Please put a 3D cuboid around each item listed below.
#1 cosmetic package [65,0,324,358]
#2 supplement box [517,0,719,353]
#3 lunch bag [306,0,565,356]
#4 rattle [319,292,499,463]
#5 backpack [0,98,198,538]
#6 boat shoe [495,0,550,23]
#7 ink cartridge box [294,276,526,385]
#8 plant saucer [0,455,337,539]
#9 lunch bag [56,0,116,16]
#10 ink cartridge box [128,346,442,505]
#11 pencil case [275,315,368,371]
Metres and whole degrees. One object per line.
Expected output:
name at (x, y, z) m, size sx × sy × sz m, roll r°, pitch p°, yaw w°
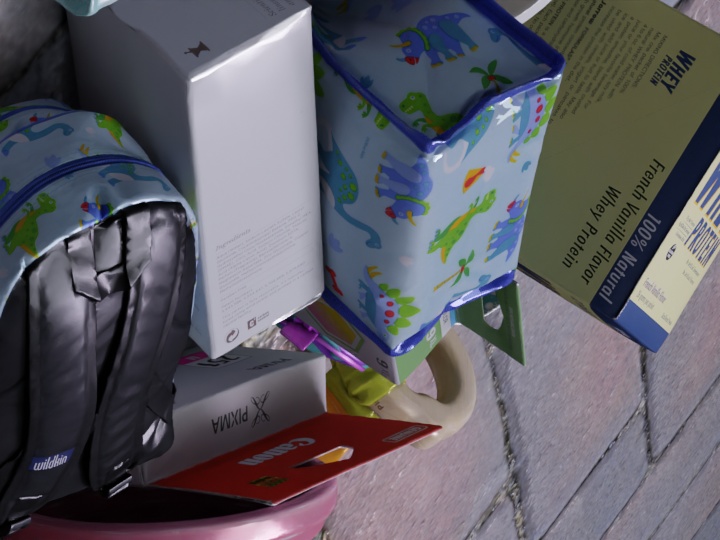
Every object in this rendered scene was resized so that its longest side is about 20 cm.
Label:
cosmetic package at (-0.082, -0.068, 1.119) m, size 0.081 × 0.113 × 0.201 m, roll -30°, pitch 145°, yaw -26°
supplement box at (0.160, -0.087, 1.522) m, size 0.201 × 0.199 × 0.134 m, roll -58°, pitch 158°, yaw 1°
lunch bag at (-0.001, -0.087, 1.181) m, size 0.127 × 0.200 × 0.171 m, roll -32°, pitch 148°, yaw -32°
rattle at (0.017, 0.069, 1.605) m, size 0.143 × 0.129 × 0.201 m, roll -59°, pitch -173°, yaw 32°
backpack at (-0.155, 0.016, 1.078) m, size 0.162 × 0.155 × 0.200 m, roll -18°, pitch 157°, yaw -30°
boat shoe at (0.130, -0.223, 1.453) m, size 0.201 × 0.070 × 0.064 m, roll -53°, pitch 157°, yaw -17°
ink cartridge box at (0.000, 0.000, 1.295) m, size 0.059 × 0.199 × 0.104 m, roll -47°, pitch 155°, yaw -20°
plant saucer at (-0.112, 0.141, 1.248) m, size 0.200 × 0.199 × 0.051 m, roll -15°, pitch 107°, yaw -59°
lunch bag at (-0.091, -0.233, 0.907) m, size 0.170 × 0.121 × 0.201 m, roll -35°, pitch 141°, yaw -39°
ink cartridge box at (-0.073, 0.086, 1.293) m, size 0.200 × 0.172 × 0.044 m, roll -17°, pitch 107°, yaw -58°
pencil case at (0.017, -0.036, 1.440) m, size 0.201 × 0.085 × 0.092 m, roll -59°, pitch 173°, yaw 2°
